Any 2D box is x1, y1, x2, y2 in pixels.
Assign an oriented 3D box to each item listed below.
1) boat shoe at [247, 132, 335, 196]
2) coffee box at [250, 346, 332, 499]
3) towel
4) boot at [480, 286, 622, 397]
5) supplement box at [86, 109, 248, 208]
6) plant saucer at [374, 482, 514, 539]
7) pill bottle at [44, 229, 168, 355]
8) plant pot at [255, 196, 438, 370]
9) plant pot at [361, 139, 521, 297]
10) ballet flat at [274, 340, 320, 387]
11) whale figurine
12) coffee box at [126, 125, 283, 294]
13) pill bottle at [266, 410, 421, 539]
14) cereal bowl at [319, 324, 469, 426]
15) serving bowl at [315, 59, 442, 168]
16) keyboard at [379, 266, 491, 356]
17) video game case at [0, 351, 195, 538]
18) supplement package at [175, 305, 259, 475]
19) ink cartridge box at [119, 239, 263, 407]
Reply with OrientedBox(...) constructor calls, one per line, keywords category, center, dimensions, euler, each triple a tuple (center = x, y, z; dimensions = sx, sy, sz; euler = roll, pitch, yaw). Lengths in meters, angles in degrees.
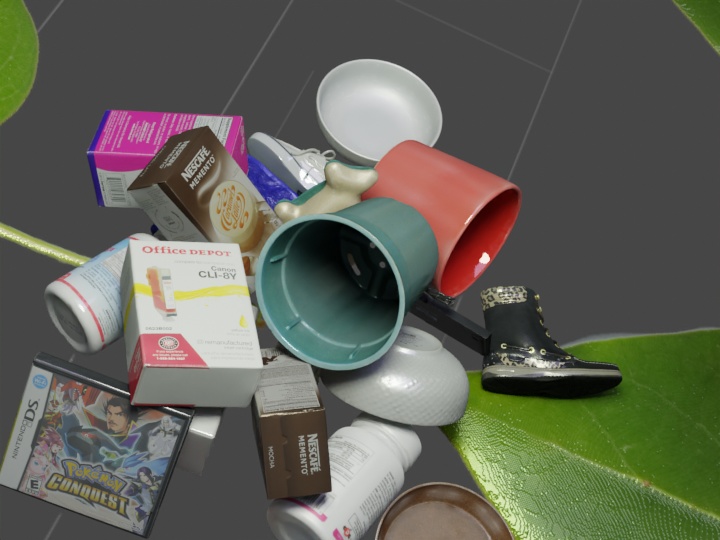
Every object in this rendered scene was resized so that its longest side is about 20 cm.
OrientedBox(category="boat shoe", center=(-0.071, -0.147, 1.884), dimensions=(0.202, 0.075, 0.086), euler=(39, 56, 6))
OrientedBox(category="coffee box", center=(-0.091, 0.183, 1.565), dimensions=(0.080, 0.113, 0.200), euler=(-6, 20, -8))
OrientedBox(category="towel", center=(-0.184, -0.075, 1.820), dimensions=(0.148, 0.050, 0.200), euler=(38, 56, 10))
OrientedBox(category="boot", center=(0.268, 0.099, 1.821), dimensions=(0.203, 0.073, 0.154), euler=(2, 59, -7))
OrientedBox(category="supplement box", center=(-0.265, -0.152, 1.774), dimensions=(0.200, 0.101, 0.103), euler=(5, 44, 6))
OrientedBox(category="plant saucer", center=(0.107, 0.371, 1.619), dimensions=(0.200, 0.034, 0.200), euler=(9, 62, -17))
OrientedBox(category="pill bottle", center=(-0.309, 0.019, 1.688), dimensions=(0.200, 0.109, 0.109), euler=(-35, 73, -32))
OrientedBox(category="plant pot", center=(0.000, 0.000, 1.625), dimensions=(0.200, 0.200, 0.196), euler=(38, 29, 9))
OrientedBox(category="plant pot", center=(0.106, -0.086, 1.835), dimensions=(0.177, 0.200, 0.200), euler=(37, 55, 21))
OrientedBox(category="ballet flat", center=(-0.077, 0.094, 1.735), dimensions=(0.076, 0.064, 0.200), euler=(15, 56, -7))
OrientedBox(category="whale figurine", center=(-0.046, -0.085, 1.771), dimensions=(0.159, 0.200, 0.104), euler=(9, 42, -19))
OrientedBox(category="coffee box", center=(-0.196, -0.075, 1.674), dimensions=(0.200, 0.080, 0.114), euler=(53, 50, -29))
OrientedBox(category="pill bottle", center=(-0.016, 0.271, 1.609), dimensions=(0.113, 0.113, 0.200), euler=(38, 56, 10))
OrientedBox(category="cereal bowl", center=(0.051, 0.125, 1.677), dimensions=(0.200, 0.083, 0.200), euler=(13, 16, -4))
OrientedBox(category="serving bowl", center=(0.023, -0.230, 1.968), dimensions=(0.200, 0.066, 0.200), euler=(8, 56, -11))
OrientedBox(category="keyboard", center=(0.095, 0.044, 1.760), dimensions=(0.200, 0.127, 0.021), euler=(30, 71, 18))
OrientedBox(category="video game case", center=(-0.321, 0.212, 1.530), dimensions=(0.200, 0.181, 0.026), euler=(21, 19, -2))
OrientedBox(category="supplement package", center=(-0.222, 0.137, 1.630), dimensions=(0.121, 0.120, 0.200), euler=(20, 55, -3))
OrientedBox(category="ink cartridge box", center=(-0.209, 0.061, 1.539), dimensions=(0.145, 0.083, 0.200), euler=(2, 47, -20))
